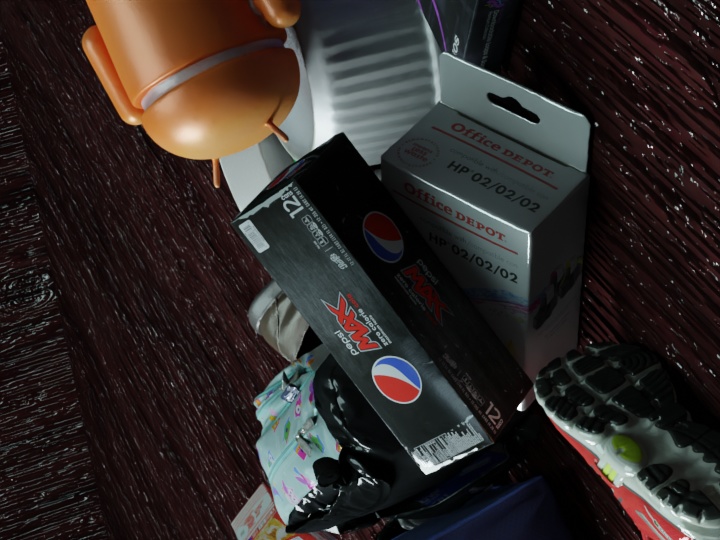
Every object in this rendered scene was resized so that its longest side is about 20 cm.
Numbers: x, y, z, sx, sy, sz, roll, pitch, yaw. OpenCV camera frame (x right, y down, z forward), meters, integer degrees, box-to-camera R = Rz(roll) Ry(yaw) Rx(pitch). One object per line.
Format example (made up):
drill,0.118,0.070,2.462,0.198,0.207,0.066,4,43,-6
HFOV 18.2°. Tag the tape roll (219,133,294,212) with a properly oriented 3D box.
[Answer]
tape roll,-0.055,-0.102,1.706,0.203,0.037,0.204,49,-148,-47

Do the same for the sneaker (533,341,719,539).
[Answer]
sneaker,0.162,0.114,1.295,0.200,0.077,0.085,-127,20,-53

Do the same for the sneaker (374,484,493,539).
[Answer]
sneaker,0.055,0.224,1.737,0.201,0.099,0.070,84,162,-45

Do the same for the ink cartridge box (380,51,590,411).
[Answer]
ink cartridge box,0.075,-0.023,1.383,0.115,0.068,0.201,27,141,26

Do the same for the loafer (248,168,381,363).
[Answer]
loafer,0.000,0.000,1.637,0.200,0.073,0.071,-49,58,33

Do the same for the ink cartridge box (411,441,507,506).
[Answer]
ink cartridge box,0.035,0.073,1.661,0.094,0.044,0.201,-38,60,27

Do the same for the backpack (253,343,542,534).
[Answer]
backpack,0.009,0.107,1.544,0.200,0.166,0.127,-44,54,57

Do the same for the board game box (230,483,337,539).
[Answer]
board game box,-0.008,0.255,1.772,0.200,0.046,0.151,38,178,-8

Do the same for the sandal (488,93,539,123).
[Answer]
sandal,0.074,-0.055,1.466,0.080,0.057,0.201,42,141,5

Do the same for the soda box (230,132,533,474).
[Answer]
soda box,0.015,0.021,1.360,0.063,0.071,0.200,-30,101,38

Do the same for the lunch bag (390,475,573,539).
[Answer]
lunch bag,0.088,0.232,1.556,0.133,0.135,0.200,63,167,2

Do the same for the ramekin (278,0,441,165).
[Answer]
ramekin,-0.013,-0.165,1.562,0.200,0.104,0.202,164,90,-75

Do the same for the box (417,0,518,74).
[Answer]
box,0.046,-0.235,1.405,0.143,0.036,0.201,100,149,-60

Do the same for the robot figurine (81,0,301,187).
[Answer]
robot figurine,-0.113,-0.160,1.485,0.117,0.143,0.201,77,168,-84
